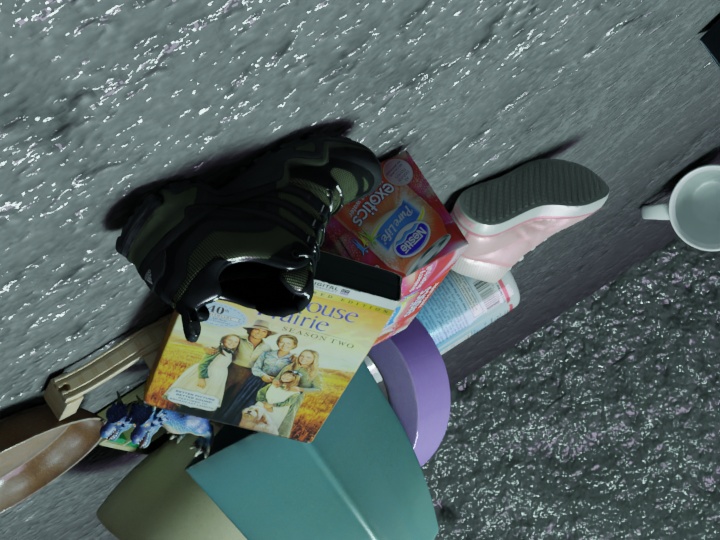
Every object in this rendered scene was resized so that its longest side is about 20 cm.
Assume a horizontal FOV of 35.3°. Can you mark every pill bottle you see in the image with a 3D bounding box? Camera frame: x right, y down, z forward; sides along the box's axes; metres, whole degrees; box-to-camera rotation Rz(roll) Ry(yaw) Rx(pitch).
[{"bbox_3d":[0.069,0.043,1.258,0.200,0.109,0.109,-32,168,-6],"label":"pill bottle"}]

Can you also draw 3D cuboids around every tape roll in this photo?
[{"bbox_3d":[-0.010,0.125,1.151,0.200,0.201,0.066,-42,165,33],"label":"tape roll"}]

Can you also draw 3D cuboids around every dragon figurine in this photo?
[{"bbox_3d":[-0.138,0.095,0.994,0.200,0.059,0.100,-46,147,-25],"label":"dragon figurine"}]

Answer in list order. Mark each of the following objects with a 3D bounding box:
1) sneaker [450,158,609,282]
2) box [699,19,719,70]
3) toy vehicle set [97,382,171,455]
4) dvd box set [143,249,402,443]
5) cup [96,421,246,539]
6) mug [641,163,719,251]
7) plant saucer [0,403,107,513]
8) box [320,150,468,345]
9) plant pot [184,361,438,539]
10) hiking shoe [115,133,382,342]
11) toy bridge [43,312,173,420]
[{"bbox_3d":[0.167,-0.050,1.193,0.200,0.075,0.105,-17,145,-32],"label":"sneaker"},{"bbox_3d":[0.481,-0.260,1.114,0.196,0.124,0.200,-20,162,-42],"label":"box"},{"bbox_3d":[-0.191,0.138,1.147,0.124,0.027,0.200,-33,168,-3],"label":"toy vehicle set"},{"bbox_3d":[-0.071,0.054,0.851,0.146,0.029,0.200,16,137,-14],"label":"dvd box set"},{"bbox_3d":[-0.156,0.243,1.198,0.144,0.200,0.200,-60,169,-6],"label":"cup"},{"bbox_3d":[0.598,-0.113,2.000,0.199,0.148,0.175,-6,-175,19],"label":"mug"},{"bbox_3d":[-0.307,0.167,0.943,0.200,0.035,0.200,-33,168,-8],"label":"plant saucer"},{"bbox_3d":[0.000,0.000,0.944,0.099,0.096,0.200,-27,166,-23],"label":"box"},{"bbox_3d":[-0.028,0.203,1.053,0.141,0.200,0.141,-30,-172,33],"label":"plant pot"},{"bbox_3d":[-0.054,-0.018,0.723,0.200,0.101,0.076,-25,166,-36],"label":"hiking shoe"},{"bbox_3d":[-0.159,0.060,0.926,0.200,0.027,0.067,-24,163,-36],"label":"toy bridge"}]
